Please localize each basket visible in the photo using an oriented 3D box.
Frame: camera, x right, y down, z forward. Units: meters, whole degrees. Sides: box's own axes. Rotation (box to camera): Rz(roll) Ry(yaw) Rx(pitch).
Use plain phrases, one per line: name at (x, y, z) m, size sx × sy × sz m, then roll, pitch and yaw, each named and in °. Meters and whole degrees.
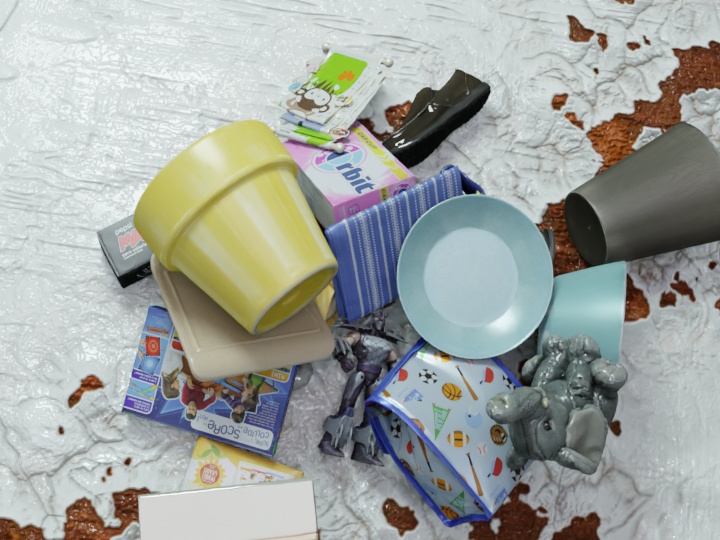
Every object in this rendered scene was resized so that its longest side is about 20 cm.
basket at (0.399, -0.091, 1.304) m, size 0.197 × 0.136 × 0.182 m, roll -22°, pitch 76°, yaw -11°

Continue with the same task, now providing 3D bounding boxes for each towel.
towel at (0.048, -0.033, 1.167) m, size 0.198 × 0.146 × 0.024 m, roll -27°, pitch 39°, yaw -20°

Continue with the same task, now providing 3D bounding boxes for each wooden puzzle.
wooden puzzle at (-0.148, 0.045, 1.148) m, size 0.182 × 0.038 × 0.201 m, roll -8°, pitch 49°, yaw -27°

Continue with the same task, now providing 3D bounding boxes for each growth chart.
growth chart at (-0.043, -0.241, 1.277) m, size 0.143 × 0.018 × 0.201 m, roll 13°, pitch 56°, yaw 25°

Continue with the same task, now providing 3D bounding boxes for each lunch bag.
lunch bag at (0.115, 0.186, 1.164) m, size 0.201 × 0.124 × 0.170 m, roll 50°, pitch 54°, yaw -4°

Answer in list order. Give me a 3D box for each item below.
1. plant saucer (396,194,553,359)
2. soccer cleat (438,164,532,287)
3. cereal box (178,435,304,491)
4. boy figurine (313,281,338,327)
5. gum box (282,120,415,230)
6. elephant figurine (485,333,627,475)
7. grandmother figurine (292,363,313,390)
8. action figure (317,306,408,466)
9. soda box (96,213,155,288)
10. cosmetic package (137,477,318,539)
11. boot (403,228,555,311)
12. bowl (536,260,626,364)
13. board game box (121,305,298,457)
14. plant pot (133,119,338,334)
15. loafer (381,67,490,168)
plant saucer at (0.141, 0.008, 1.167) m, size 0.197 × 0.039 × 0.205 m, roll 0°, pitch 87°, yaw -5°
soccer cleat at (0.161, -0.059, 1.228) m, size 0.064 × 0.084 × 0.201 m, roll -29°, pitch 61°, yaw -17°
cereal box at (-0.166, 0.322, 1.137) m, size 0.142 × 0.040 × 0.203 m, roll 20°, pitch 73°, yaw -4°
boy figurine at (0.000, 0.000, 1.211) m, size 0.199 × 0.125 × 0.065 m, roll -38°, pitch 71°, yaw -12°
gum box at (-0.020, -0.122, 1.219) m, size 0.112 × 0.067 × 0.200 m, roll -21°, pitch 38°, yaw -15°
elephant figurine at (0.215, 0.176, 1.075) m, size 0.155 × 0.142 × 0.200 m, roll 41°, pitch 47°, yaw 6°
grandmother figurine at (-0.148, 0.087, 1.196) m, size 0.199 × 0.061 × 0.122 m, roll 36°, pitch 81°, yaw 4°
action figure at (0.009, 0.143, 1.197) m, size 0.128 × 0.069 × 0.203 m, roll 16°, pitch 80°, yaw -24°
soda box at (-0.238, -0.057, 1.215) m, size 0.198 × 0.063 × 0.071 m, roll -29°, pitch 81°, yaw -15°
cosmetic package at (-0.153, 0.286, 1.074) m, size 0.196 × 0.104 × 0.074 m, roll -5°, pitch 76°, yaw -10°
boot at (0.163, -0.002, 1.272) m, size 0.172 × 0.069 × 0.202 m, roll 24°, pitch 65°, yaw 6°
bowl at (0.285, 0.085, 1.218) m, size 0.103 × 0.201 × 0.204 m, roll 5°, pitch 73°, yaw 13°
board game box at (-0.183, 0.136, 1.153) m, size 0.197 × 0.034 × 0.138 m, roll 17°, pitch 92°, yaw 3°
plant pot at (-0.131, -0.038, 1.084) m, size 0.200 × 0.201 × 0.190 m, roll -35°, pitch 79°, yaw -17°
loafer at (0.096, -0.216, 1.321) m, size 0.199 × 0.073 × 0.071 m, roll -38°, pitch 74°, yaw -22°
